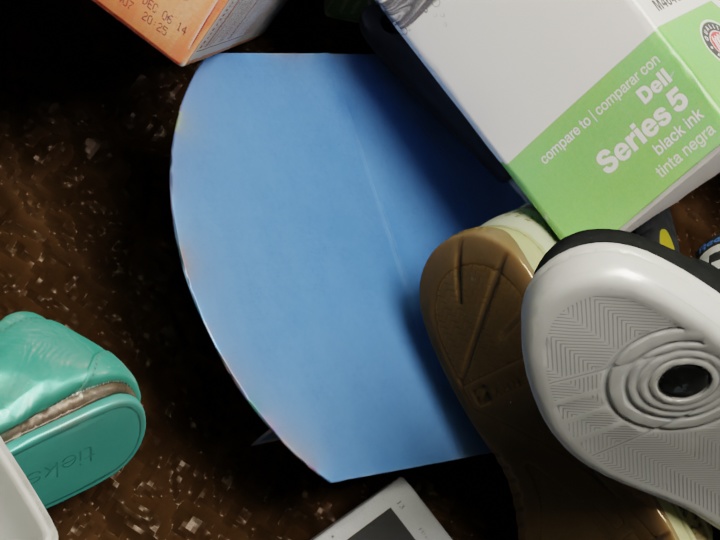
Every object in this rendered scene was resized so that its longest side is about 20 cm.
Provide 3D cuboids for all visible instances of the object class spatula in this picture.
[{"bbox_3d":[0.066,-0.022,0.855,0.056,0.021,0.200,-38,90,-39],"label":"spatula"}]

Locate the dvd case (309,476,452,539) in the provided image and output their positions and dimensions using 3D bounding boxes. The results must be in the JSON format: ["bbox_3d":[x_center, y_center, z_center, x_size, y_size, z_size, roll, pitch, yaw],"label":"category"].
[{"bbox_3d":[-0.011,0.177,0.744,0.199,0.025,0.151,-33,79,-34],"label":"dvd case"}]

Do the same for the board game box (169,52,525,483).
[{"bbox_3d":[0.000,0.000,0.838,0.199,0.039,0.159,-6,72,-46],"label":"board game box"}]

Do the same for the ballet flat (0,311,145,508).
[{"bbox_3d":[-0.162,0.070,0.721,0.199,0.068,0.070,-28,52,-34],"label":"ballet flat"}]

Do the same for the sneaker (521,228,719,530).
[{"bbox_3d":[0.113,0.019,0.768,0.200,0.073,0.113,40,34,-39],"label":"sneaker"}]

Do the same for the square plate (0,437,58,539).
[{"bbox_3d":[-0.211,0.059,0.657,0.199,0.029,0.198,-17,39,-22],"label":"square plate"}]

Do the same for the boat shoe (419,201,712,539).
[{"bbox_3d":[0.090,0.072,0.806,0.063,0.073,0.201,-27,97,-50],"label":"boat shoe"}]

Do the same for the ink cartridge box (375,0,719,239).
[{"bbox_3d":[0.074,-0.121,0.838,0.201,0.084,0.145,53,34,5],"label":"ink cartridge box"}]

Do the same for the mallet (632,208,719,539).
[{"bbox_3d":[0.114,0.018,0.893,0.065,0.041,0.201,-3,59,-24],"label":"mallet"}]

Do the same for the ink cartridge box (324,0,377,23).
[{"bbox_3d":[0.081,-0.157,0.969,0.198,0.048,0.147,9,59,-18],"label":"ink cartridge box"}]

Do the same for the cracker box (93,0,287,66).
[{"bbox_3d":[-0.085,-0.137,0.801,0.134,0.058,0.200,37,9,-1],"label":"cracker box"}]
